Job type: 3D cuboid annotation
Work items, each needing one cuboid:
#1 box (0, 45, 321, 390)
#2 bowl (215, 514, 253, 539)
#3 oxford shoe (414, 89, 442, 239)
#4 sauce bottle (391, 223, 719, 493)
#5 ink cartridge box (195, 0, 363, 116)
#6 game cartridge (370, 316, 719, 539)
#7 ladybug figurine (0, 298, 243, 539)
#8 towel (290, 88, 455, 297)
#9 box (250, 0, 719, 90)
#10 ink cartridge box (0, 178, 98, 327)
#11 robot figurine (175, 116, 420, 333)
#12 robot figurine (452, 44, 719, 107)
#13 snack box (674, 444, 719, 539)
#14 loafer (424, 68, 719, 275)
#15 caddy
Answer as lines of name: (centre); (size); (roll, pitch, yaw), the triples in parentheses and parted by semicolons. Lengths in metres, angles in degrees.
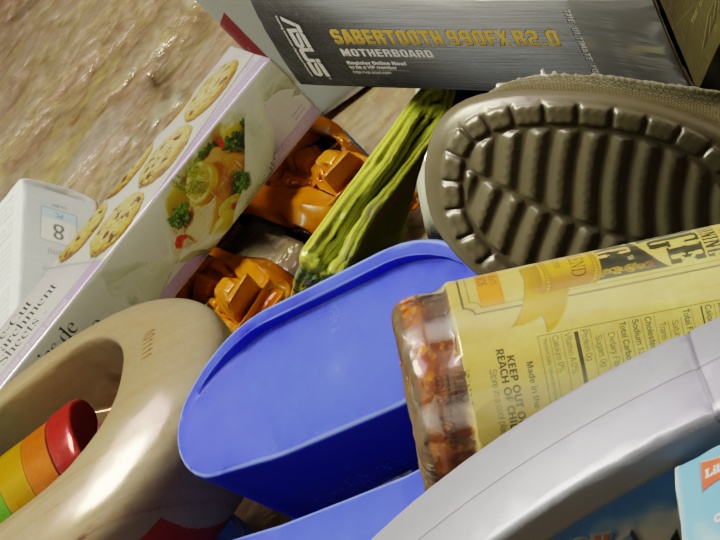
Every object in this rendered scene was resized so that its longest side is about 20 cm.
box: (-0.096, -0.008, 0.969); (0.200, 0.039, 0.041); (-51, 30, -9)
bowl: (-0.102, 0.179, 0.864); (0.200, 0.039, 0.201); (-34, 31, 24)
oxford shoe: (0.062, -0.096, 0.965); (0.057, 0.075, 0.201); (7, 53, 13)
sauce bottle: (0.109, 0.018, 0.636); (0.198, 0.066, 0.066); (-12, 32, -2)
ink cartridge box: (-0.021, -0.210, 1.134); (0.144, 0.145, 0.201); (-37, 29, 18)
game cartridge: (0.079, 0.090, 0.626); (0.200, 0.133, 0.041); (-37, 33, 20)
ladybug figurine: (-0.113, 0.093, 0.870); (0.199, 0.072, 0.136); (-35, 30, 22)
towel: (0.000, 0.000, 0.861); (0.086, 0.018, 0.200); (-54, -7, -19)
box: (0.072, -0.148, 0.781); (0.157, 0.048, 0.201); (5, 53, 35)
ink cartridge box: (-0.178, 0.082, 1.066); (0.160, 0.047, 0.201); (-42, 42, 44)
robot figurine: (-0.058, -0.022, 1.037); (0.145, 0.058, 0.200); (-52, 29, -10)
robot figurine: (0.098, -0.094, 0.841); (0.149, 0.125, 0.201); (0, 49, 23)
snack box: (0.190, 0.048, 0.541); (0.199, 0.116, 0.037); (-30, 39, 29)
loafer: (0.117, -0.016, 0.693); (0.068, 0.198, 0.077); (-83, 7, -72)
caddy: (0.026, 0.076, 0.753); (0.199, 0.104, 0.143); (-26, 56, 43)
